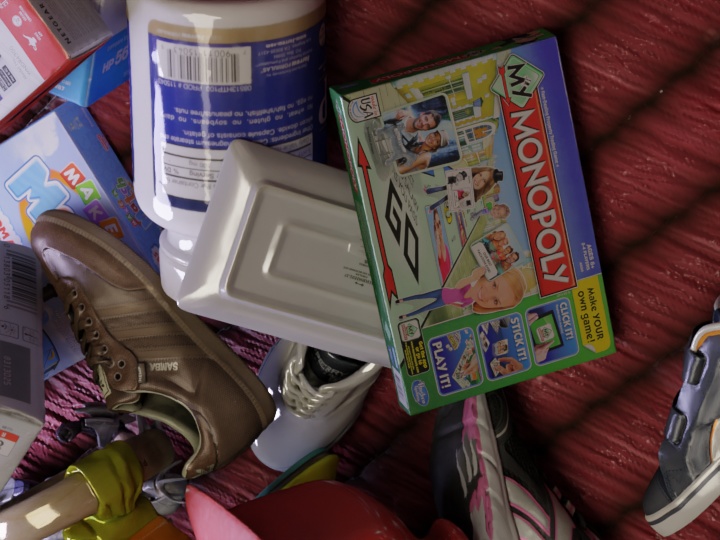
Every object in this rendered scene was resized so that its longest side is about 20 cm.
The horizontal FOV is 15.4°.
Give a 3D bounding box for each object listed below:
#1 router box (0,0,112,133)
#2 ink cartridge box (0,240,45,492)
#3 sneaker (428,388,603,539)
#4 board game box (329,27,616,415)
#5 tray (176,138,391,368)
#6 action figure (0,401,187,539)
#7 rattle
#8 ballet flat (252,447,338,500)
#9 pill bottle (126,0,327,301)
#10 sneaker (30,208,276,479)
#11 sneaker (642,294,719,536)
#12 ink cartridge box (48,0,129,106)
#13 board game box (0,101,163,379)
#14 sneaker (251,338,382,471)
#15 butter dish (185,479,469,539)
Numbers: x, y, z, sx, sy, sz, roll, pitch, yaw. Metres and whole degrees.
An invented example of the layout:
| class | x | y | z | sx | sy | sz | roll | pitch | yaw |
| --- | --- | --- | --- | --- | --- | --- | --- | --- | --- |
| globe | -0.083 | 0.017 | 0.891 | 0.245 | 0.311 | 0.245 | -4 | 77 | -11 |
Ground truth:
| class | x | y | z | sx | sy | sz | roll | pitch | yaw |
| --- | --- | --- | --- | --- | --- | --- | --- | --- | --- |
| router box | -0.272 | -0.169 | 1.612 | 0.179 | 0.049 | 0.200 | -36 | 91 | 37 |
| ink cartridge box | -0.261 | 0.103 | 1.723 | 0.050 | 0.162 | 0.200 | 16 | 128 | -21 |
| sneaker | 0.105 | 0.163 | 1.654 | 0.080 | 0.086 | 0.201 | -16 | 86 | 65 |
| board game box | 0.068 | -0.028 | 1.560 | 0.134 | 0.029 | 0.201 | -16 | 108 | -10 |
| tray | 0.000 | 0.000 | 1.575 | 0.200 | 0.022 | 0.108 | 16 | 98 | -20 |
| action figure | -0.193 | 0.161 | 1.790 | 0.200 | 0.069 | 0.130 | -16 | 60 | 33 |
| rattle | -0.191 | 0.191 | 1.711 | 0.200 | 0.130 | 0.143 | -29 | 108 | 25 |
| ballet flat | -0.077 | 0.197 | 1.713 | 0.200 | 0.067 | 0.067 | -39 | 77 | 12 |
| pill bottle | -0.079 | -0.084 | 1.607 | 0.119 | 0.120 | 0.201 | 12 | 117 | 23 |
| sneaker | -0.146 | 0.045 | 1.667 | 0.200 | 0.076 | 0.070 | 41 | 158 | 10 |
| sneaker | 0.217 | 0.064 | 1.543 | 0.079 | 0.078 | 0.200 | 40 | 114 | 1 |
| ink cartridge box | -0.195 | -0.224 | 1.625 | 0.146 | 0.084 | 0.200 | 24 | 121 | 18 |
| board game box | -0.222 | -0.007 | 1.768 | 0.200 | 0.037 | 0.151 | -28 | 97 | 33 |
| sneaker | -0.025 | 0.058 | 1.671 | 0.073 | 0.071 | 0.200 | 37 | 124 | 8 |
| butter dish | 0.005 | 0.203 | 1.609 | 0.200 | 0.148 | 0.199 | 64 | 165 | -18 |
